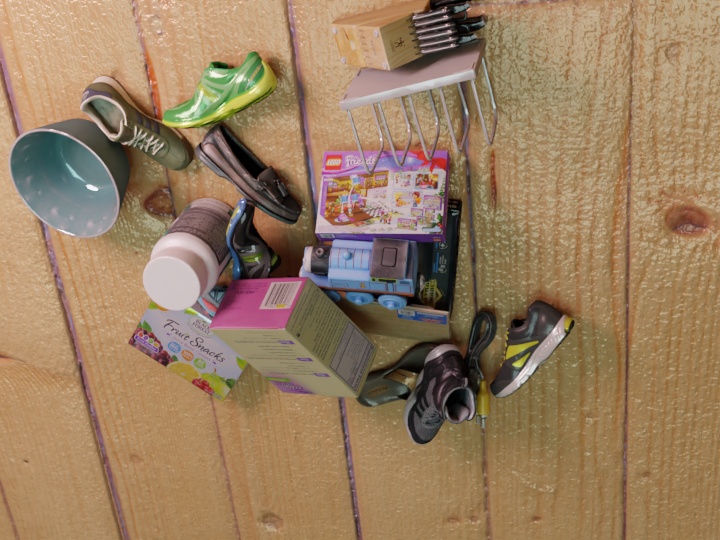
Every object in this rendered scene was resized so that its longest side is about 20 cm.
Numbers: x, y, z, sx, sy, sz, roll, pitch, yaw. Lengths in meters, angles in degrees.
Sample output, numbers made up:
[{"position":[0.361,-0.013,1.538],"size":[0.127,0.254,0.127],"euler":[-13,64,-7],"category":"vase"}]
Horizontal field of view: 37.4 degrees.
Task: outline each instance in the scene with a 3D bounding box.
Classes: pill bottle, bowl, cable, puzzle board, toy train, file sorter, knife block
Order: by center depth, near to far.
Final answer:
[{"position":[0.077,-0.352,1.539],"size":[0.199,0.175,0.065],"euler":[22,135,55],"category":"knife block"},{"position":[0.093,-0.235,1.545],"size":[0.198,0.139,0.126],"euler":[-11,116,18],"category":"file sorter"},{"position":[0.000,0.000,1.639],"size":[0.198,0.088,0.115],"euler":[5,153,8],"category":"toy train"},{"position":[-0.267,-0.026,1.703],"size":[0.112,0.200,0.114],"euler":[5,119,10],"category":"pill bottle"},{"position":[-0.452,-0.164,1.717],"size":[0.199,0.105,0.202],"euler":[13,129,16],"category":"bowl"},{"position":[0.050,0.078,1.744],"size":[0.198,0.018,0.151],"euler":[7,159,9],"category":"puzzle board"},{"position":[0.194,0.158,1.788],"size":[0.050,0.097,0.202],"euler":[3,104,-30],"category":"cable"}]

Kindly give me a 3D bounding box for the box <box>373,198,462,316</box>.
[{"position":[0.078,-0.024,1.713],"size":[0.157,0.046,0.202],"euler":[8,120,9],"category":"box"}]

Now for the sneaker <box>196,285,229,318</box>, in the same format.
[{"position":[-0.196,0.052,1.815],"size":[0.199,0.079,0.096],"euler":[34,101,-10],"category":"sneaker"}]

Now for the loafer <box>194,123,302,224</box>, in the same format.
[{"position":[-0.170,-0.153,1.692],"size":[0.199,0.072,0.063],"euler":[37,114,-5],"category":"loafer"}]

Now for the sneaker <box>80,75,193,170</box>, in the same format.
[{"position":[-0.361,-0.219,1.686],"size":[0.200,0.090,0.067],"euler":[41,118,-11],"category":"sneaker"}]

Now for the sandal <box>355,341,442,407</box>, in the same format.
[{"position":[0.070,0.190,1.823],"size":[0.199,0.055,0.082],"euler":[-24,112,23],"category":"sandal"}]

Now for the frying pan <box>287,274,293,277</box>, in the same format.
[{"position":[-0.063,0.098,1.791],"size":[0.114,0.031,0.191],"euler":[15,138,31],"category":"frying pan"}]

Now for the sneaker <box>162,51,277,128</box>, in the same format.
[{"position":[-0.221,-0.276,1.643],"size":[0.198,0.074,0.084],"euler":[-22,93,20],"category":"sneaker"}]

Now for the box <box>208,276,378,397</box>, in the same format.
[{"position":[-0.104,0.106,1.685],"size":[0.175,0.097,0.200],"euler":[-3,142,42],"category":"box"}]

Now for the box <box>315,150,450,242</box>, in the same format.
[{"position":[0.036,-0.114,1.631],"size":[0.198,0.138,0.039],"euler":[1,161,13],"category":"box"}]

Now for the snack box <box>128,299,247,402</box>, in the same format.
[{"position":[-0.290,0.121,1.873],"size":[0.199,0.053,0.143],"euler":[32,119,-5],"category":"snack box"}]

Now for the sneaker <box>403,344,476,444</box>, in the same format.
[{"position":[0.131,0.230,1.757],"size":[0.075,0.114,0.202],"euler":[4,121,-20],"category":"sneaker"}]

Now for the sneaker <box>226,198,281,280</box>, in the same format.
[{"position":[-0.167,-0.034,1.705],"size":[0.082,0.071,0.201],"euler":[4,130,10],"category":"sneaker"}]

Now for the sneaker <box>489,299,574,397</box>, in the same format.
[{"position":[0.267,0.125,1.745],"size":[0.085,0.074,0.201],"euler":[44,122,11],"category":"sneaker"}]
